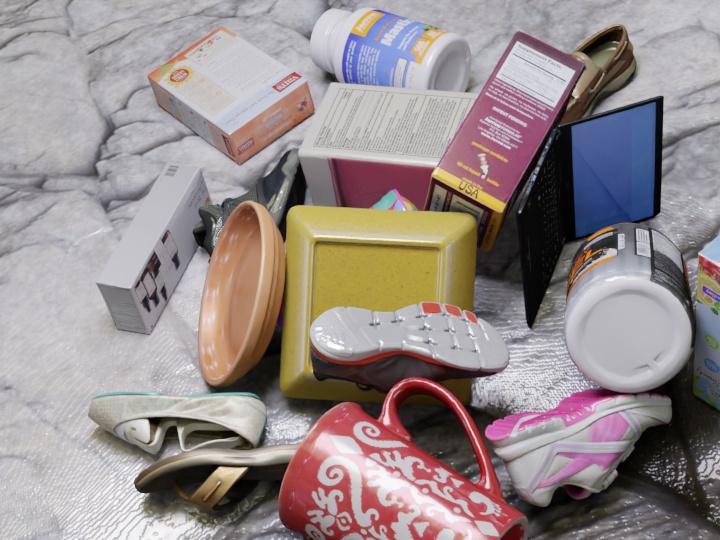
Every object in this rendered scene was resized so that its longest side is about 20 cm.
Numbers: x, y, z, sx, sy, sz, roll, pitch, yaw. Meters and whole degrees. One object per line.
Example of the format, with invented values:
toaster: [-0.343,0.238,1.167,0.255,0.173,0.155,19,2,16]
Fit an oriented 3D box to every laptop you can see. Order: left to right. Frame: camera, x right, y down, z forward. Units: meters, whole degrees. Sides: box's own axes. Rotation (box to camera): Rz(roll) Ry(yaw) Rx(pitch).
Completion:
laptop: [0.245,-0.060,1.305,0.103,0.178,0.201,11,50,22]

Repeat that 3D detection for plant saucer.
plant saucer: [-0.126,0.027,1.324,0.037,0.201,0.201,12,41,-22]
plant saucer: [0.016,0.037,1.256,0.198,0.048,0.202,3,91,5]

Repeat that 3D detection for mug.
mug: [0.048,0.205,1.120,0.199,0.179,0.133,27,15,28]

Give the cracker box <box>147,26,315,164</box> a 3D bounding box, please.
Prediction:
cracker box: [-0.174,-0.238,1.654,0.134,0.058,0.200,-37,49,-20]

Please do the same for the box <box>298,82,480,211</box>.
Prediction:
box: [0.045,-0.136,1.471,0.198,0.109,0.128,7,51,20]

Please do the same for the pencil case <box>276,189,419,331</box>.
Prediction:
pencil case: [-0.010,0.004,1.322,0.200,0.088,0.089,-42,48,5]

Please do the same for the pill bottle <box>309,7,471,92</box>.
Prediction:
pill bottle: [0.035,-0.276,1.603,0.199,0.113,0.112,24,57,30]

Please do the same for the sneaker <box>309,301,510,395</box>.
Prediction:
sneaker: [0.044,0.083,1.207,0.198,0.082,0.077,7,44,-8]

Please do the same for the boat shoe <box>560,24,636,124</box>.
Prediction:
boat shoe: [0.267,-0.239,1.538,0.075,0.074,0.200,29,60,34]

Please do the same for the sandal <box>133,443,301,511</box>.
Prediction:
sandal: [-0.129,0.209,1.224,0.198,0.080,0.054,-5,68,3]

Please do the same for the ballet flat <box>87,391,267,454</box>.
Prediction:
ballet flat: [-0.196,0.160,1.284,0.198,0.068,0.063,-3,56,11]

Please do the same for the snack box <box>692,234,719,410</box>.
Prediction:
snack box: [0.394,0.022,1.175,0.168,0.201,0.068,-37,50,-22]

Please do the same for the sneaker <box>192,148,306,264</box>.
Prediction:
sneaker: [-0.133,-0.076,1.480,0.113,0.076,0.200,12,56,15]

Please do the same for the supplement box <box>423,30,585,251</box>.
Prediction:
supplement box: [0.151,-0.138,1.319,0.085,0.110,0.201,28,70,7]

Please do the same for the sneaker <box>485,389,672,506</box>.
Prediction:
sneaker: [0.213,0.167,1.176,0.199,0.089,0.081,-14,3,-22]

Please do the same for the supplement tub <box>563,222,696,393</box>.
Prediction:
supplement tub: [0.264,0.028,1.218,0.121,0.124,0.200,-2,18,12]

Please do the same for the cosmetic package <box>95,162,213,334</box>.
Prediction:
cosmetic package: [-0.237,-0.029,1.458,0.050,0.083,0.201,9,51,18]

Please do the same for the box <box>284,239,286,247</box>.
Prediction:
box: [0.000,0.000,1.409,0.198,0.033,0.122,6,49,18]
